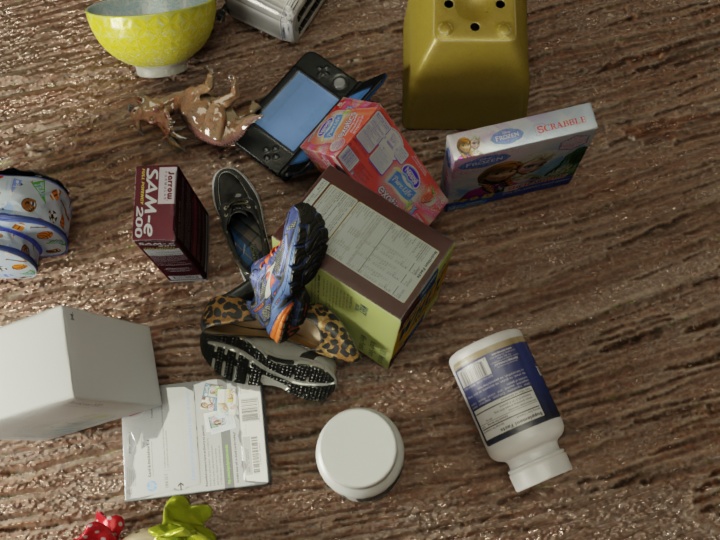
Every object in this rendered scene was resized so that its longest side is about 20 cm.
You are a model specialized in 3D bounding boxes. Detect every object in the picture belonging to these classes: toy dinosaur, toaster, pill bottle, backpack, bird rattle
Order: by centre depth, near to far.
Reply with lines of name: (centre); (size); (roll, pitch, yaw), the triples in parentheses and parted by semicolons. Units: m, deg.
pill bottle: (0.001, 0.240, 1.155); (0.112, 0.200, 0.114); (0, 74, 2)
bird rattle: (-0.285, 0.392, 1.178); (0.199, 0.113, 0.164); (-18, 90, 0)
pill bottle: (0.207, 0.190, 1.208); (0.111, 0.111, 0.201); (-21, 74, -4)
backpack: (-0.514, -0.072, 1.279); (0.189, 0.200, 0.155); (-4, 78, -6)
toy dinosaur: (-0.236, -0.229, 1.352); (0.199, 0.086, 0.136); (26, 77, 19)
toaster: (-0.129, -0.453, 1.409); (0.129, 0.114, 0.200); (29, 75, 8)

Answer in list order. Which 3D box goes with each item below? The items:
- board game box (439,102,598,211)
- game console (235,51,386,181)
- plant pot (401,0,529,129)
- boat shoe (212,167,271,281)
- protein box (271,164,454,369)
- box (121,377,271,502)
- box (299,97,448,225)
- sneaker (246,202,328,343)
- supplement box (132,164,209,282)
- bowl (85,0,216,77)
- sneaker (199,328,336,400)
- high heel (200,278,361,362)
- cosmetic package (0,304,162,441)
board game box: (0.216, -0.155, 1.264); (0.199, 0.200, 0.041); (-14, 74, -1)
game console: (-0.080, -0.244, 1.340); (0.170, 0.118, 0.200); (37, 78, 14)
plant pot: (0.160, -0.339, 1.319); (0.193, 0.200, 0.196); (1, 74, 2)
boat shoe: (-0.177, -0.070, 1.322); (0.070, 0.066, 0.201); (-15, 74, -2)
protein box: (0.000, 0.000, 1.219); (0.200, 0.199, 0.135); (33, 68, 11)
box: (-0.230, 0.234, 1.248); (0.199, 0.041, 0.157); (-7, 73, -1)
box: (0.023, -0.136, 1.260); (0.103, 0.200, 0.095); (-50, 38, -11)
sneaker: (-0.099, 0.000, 1.095); (0.078, 0.201, 0.075); (30, 35, 16)
supplement box: (-0.262, -0.061, 1.252); (0.061, 0.200, 0.109); (-2, 73, 2)
bowl: (-0.316, -0.361, 1.379); (0.199, 0.200, 0.108); (-3, 116, 1)
sneaker: (-0.127, 0.120, 1.245); (0.199, 0.080, 0.074); (20, 119, -4)
high heel: (-0.108, 0.089, 1.179); (0.200, 0.072, 0.142); (33, 41, 17)
cosmetic package: (-0.404, 0.143, 1.174); (0.199, 0.199, 0.123); (-19, 73, 15)
